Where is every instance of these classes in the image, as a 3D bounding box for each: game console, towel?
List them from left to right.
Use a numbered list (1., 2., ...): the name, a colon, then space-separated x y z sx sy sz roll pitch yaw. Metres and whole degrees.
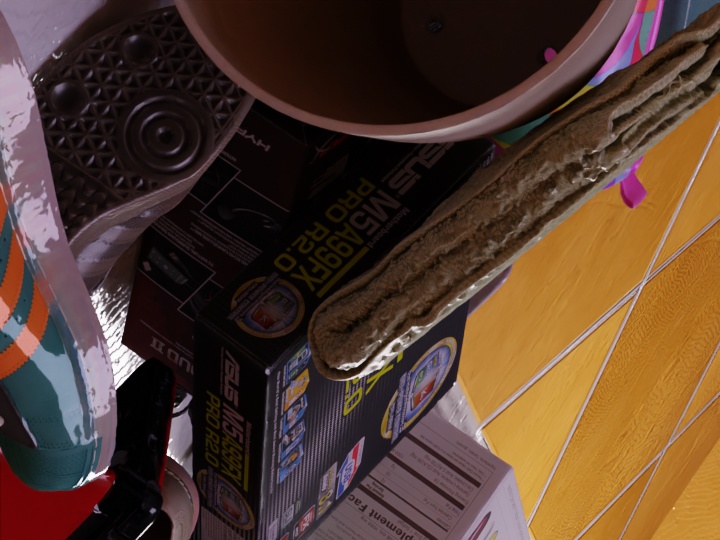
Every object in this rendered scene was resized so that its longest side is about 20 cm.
1. game console: -0.183 0.112 0.994 0.200 0.119 0.173 -44 -161 20
2. towel: 0.070 -0.033 0.984 0.200 0.037 0.148 -42 175 41

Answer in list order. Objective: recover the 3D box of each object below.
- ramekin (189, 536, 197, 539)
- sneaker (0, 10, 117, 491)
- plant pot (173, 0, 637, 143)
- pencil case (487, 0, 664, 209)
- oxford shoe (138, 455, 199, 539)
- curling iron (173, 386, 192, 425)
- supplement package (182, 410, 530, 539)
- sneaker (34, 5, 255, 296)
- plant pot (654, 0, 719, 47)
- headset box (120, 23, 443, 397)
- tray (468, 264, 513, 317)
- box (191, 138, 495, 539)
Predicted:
1. ramekin: -0.114 0.213 1.214 0.200 0.098 0.200 -37 178 -2
2. sneaker: -0.144 0.000 0.837 0.080 0.071 0.201 -28 123 -25
3. plant pot: 0.038 -0.129 0.963 0.188 0.187 0.200 -57 164 2
4. pencil case: 0.104 -0.133 1.102 0.088 0.088 0.201 -31 132 -55
5. oxford shoe: -0.148 0.167 1.084 0.201 0.071 0.074 -55 -173 4
6. curling iron: -0.054 0.124 1.200 0.049 0.201 0.026 4 135 -37
7. supplement package: 0.004 0.140 1.411 0.111 0.155 0.200 -53 163 -10
8. sneaker: -0.120 -0.025 0.955 0.200 0.070 0.076 -46 178 -17
9. plant pot: 0.143 -0.207 1.212 0.141 0.141 0.201 -41 150 -42
10. headset box: -0.030 -0.036 1.135 0.149 0.075 0.201 -41 157 -42
11. tray: 0.055 -0.021 1.359 0.107 0.022 0.200 -44 -165 30
12. box: -0.011 0.038 1.118 0.160 0.044 0.201 -44 158 -29
